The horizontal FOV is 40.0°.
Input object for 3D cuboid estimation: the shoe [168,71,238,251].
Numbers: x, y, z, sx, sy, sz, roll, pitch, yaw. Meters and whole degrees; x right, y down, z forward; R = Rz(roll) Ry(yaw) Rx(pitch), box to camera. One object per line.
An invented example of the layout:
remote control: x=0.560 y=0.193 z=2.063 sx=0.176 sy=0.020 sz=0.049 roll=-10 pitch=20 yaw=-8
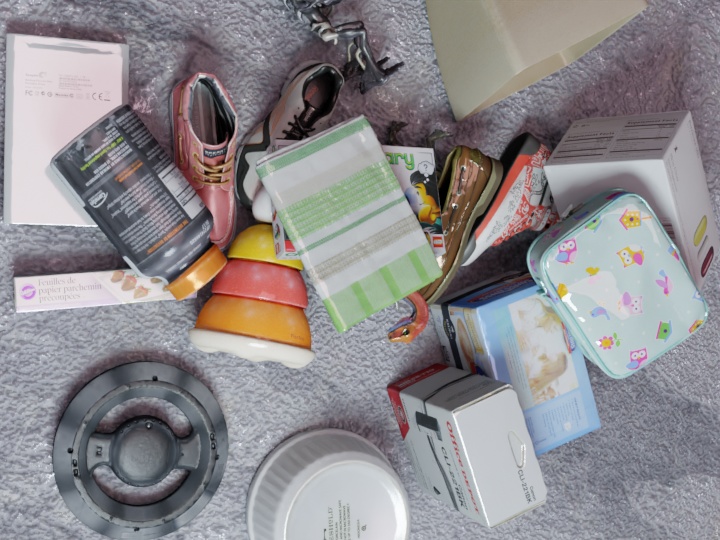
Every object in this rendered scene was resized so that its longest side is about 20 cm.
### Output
shoe: x=-0.173 y=-0.119 z=1.108 sx=0.070 sy=0.091 sz=0.203 roll=-9 pitch=95 yaw=-20

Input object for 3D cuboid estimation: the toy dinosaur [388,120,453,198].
toy dinosaur: x=0.065 y=-0.136 z=1.226 sx=0.197 sy=0.047 sz=0.090 roll=12 pitch=94 yaw=-18

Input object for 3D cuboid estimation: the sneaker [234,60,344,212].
sneaker: x=-0.084 y=-0.160 z=1.149 sx=0.073 sy=0.080 sz=0.202 roll=28 pitch=83 yaw=-21

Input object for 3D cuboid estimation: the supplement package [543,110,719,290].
supplement package: x=0.342 y=-0.079 z=1.230 sx=0.111 sy=0.154 sz=0.202 roll=-51 pitch=129 yaw=-38

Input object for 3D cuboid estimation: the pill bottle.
pill bottle: x=-0.228 y=-0.066 z=1.051 sx=0.106 sy=0.106 sz=0.201 roll=-40 pitch=103 yaw=-15

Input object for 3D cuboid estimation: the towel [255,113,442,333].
towel: x=-0.012 y=-0.052 z=1.067 sx=0.148 sy=0.031 sz=0.202 roll=-26 pitch=91 yaw=-25

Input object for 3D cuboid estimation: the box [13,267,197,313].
box: x=-0.282 y=0.019 z=1.098 sx=0.197 sy=0.041 sz=0.039 roll=-5 pitch=92 yaw=-22

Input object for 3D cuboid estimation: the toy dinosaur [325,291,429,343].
toy dinosaur: x=0.000 y=0.000 z=1.141 sx=0.105 sy=0.180 sz=0.202 roll=-49 pitch=152 yaw=-33

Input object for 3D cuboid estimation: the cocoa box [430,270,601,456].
cocoa box: x=0.193 y=0.116 z=1.233 sx=0.132 sy=0.131 sz=0.203 roll=-18 pitch=98 yaw=-19

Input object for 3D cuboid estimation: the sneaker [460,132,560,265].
sneaker: x=0.202 y=-0.067 z=1.263 sx=0.107 sy=0.067 sz=0.203 roll=37 pitch=73 yaw=-16

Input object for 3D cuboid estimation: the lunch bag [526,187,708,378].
lunch bag: x=0.291 y=0.013 z=1.145 sx=0.159 sy=0.077 sz=0.201 roll=-34 pitch=104 yaw=5

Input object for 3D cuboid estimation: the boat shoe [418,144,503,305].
boat shoe: x=0.098 y=-0.058 z=1.211 sx=0.067 sy=0.072 sz=0.202 roll=20 pitch=99 yaw=-23

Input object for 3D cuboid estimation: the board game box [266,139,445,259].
board game box: x=-0.003 y=-0.077 z=1.109 sx=0.197 sy=0.035 sz=0.128 roll=0 pitch=76 yaw=-24

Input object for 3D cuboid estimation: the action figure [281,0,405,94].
action figure: x=-0.028 y=-0.312 z=1.151 sx=0.102 sy=0.119 sz=0.201 roll=-37 pitch=114 yaw=3

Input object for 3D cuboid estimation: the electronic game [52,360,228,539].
electronic game: x=-0.245 y=0.203 z=1.115 sx=0.197 sy=0.042 sz=0.204 roll=-1 pitch=92 yaw=-23

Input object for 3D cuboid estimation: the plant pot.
plant pot: x=0.188 y=-0.325 z=1.198 sx=0.198 sy=0.200 sz=0.179 roll=-28 pitch=90 yaw=-18

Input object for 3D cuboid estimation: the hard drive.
hard drive: x=-0.322 y=-0.151 z=1.085 sx=0.130 sy=0.026 sz=0.204 roll=1 pitch=91 yaw=-21

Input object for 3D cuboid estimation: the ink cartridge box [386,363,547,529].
ink cartridge box: x=0.121 y=0.202 z=1.171 sx=0.083 sy=0.200 sz=0.146 roll=-21 pitch=98 yaw=-19

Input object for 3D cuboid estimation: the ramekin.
ramekin: x=-0.030 y=0.294 z=1.172 sx=0.199 sy=0.094 sz=0.206 roll=-1 pitch=92 yaw=-21

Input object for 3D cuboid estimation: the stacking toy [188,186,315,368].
stacking toy: x=-0.107 y=0.001 z=1.114 sx=0.144 sy=0.146 sz=0.203 roll=13 pitch=82 yaw=-20
